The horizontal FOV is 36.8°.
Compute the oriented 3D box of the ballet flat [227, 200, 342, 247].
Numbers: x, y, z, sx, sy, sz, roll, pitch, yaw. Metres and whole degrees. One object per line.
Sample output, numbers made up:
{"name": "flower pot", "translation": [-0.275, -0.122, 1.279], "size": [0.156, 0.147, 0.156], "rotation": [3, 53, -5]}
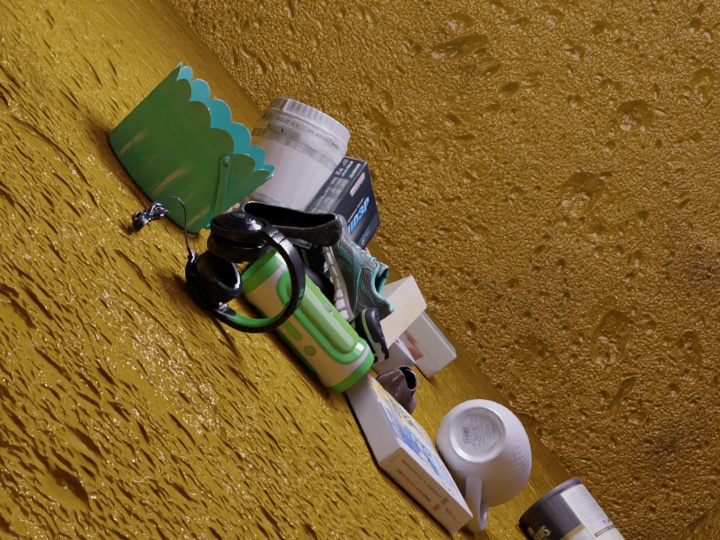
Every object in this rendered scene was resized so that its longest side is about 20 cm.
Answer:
{"name": "ballet flat", "translation": [-0.123, -0.083, 1.652], "size": [0.067, 0.199, 0.057], "rotation": [-72, 170, -45]}

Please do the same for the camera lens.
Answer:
{"name": "camera lens", "translation": [-0.122, -0.165, 1.800], "size": [0.160, 0.200, 0.160], "rotation": [24, -6, 3]}

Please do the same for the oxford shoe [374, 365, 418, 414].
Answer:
{"name": "oxford shoe", "translation": [0.069, 0.197, 1.750], "size": [0.071, 0.073, 0.200], "rotation": [52, 6, 16]}

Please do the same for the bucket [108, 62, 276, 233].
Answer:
{"name": "bucket", "translation": [-0.222, -0.157, 1.430], "size": [0.207, 0.135, 0.207], "rotation": [50, 7, -8]}

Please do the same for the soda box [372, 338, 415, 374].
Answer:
{"name": "soda box", "translation": [0.011, 0.110, 1.902], "size": [0.200, 0.064, 0.068], "rotation": [47, 7, -34]}

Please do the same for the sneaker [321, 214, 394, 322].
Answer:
{"name": "sneaker", "translation": [0.000, 0.000, 1.671], "size": [0.078, 0.091, 0.201], "rotation": [41, 32, -65]}

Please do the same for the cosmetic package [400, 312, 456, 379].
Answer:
{"name": "cosmetic package", "translation": [0.121, 0.136, 2.451], "size": [0.200, 0.087, 0.103], "rotation": [51, 7, -3]}

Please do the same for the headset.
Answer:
{"name": "headset", "translation": [-0.157, -0.011, 1.197], "size": [0.200, 0.124, 0.094], "rotation": [37, 24, 6]}

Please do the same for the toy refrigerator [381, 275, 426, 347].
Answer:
{"name": "toy refrigerator", "translation": [0.036, 0.082, 1.797], "size": [0.070, 0.076, 0.200], "rotation": [64, 29, -7]}

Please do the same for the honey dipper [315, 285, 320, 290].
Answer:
{"name": "honey dipper", "translation": [-0.054, 0.069, 1.567], "size": [0.038, 0.038, 0.200], "rotation": [53, -7, 22]}

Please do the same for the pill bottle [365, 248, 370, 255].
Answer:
{"name": "pill bottle", "translation": [-0.066, -0.038, 1.992], "size": [0.113, 0.113, 0.200], "rotation": [54, 7, 32]}

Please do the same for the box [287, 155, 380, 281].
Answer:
{"name": "box", "translation": [-0.041, -0.063, 1.789], "size": [0.046, 0.200, 0.159], "rotation": [18, -34, 24]}

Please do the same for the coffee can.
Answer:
{"name": "coffee can", "translation": [0.419, 0.518, 2.063], "size": [0.200, 0.146, 0.146], "rotation": [53, 7, 25]}

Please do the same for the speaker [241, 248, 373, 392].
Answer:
{"name": "speaker", "translation": [-0.071, 0.067, 1.443], "size": [0.200, 0.088, 0.088], "rotation": [49, 6, -13]}

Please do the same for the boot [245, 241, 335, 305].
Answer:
{"name": "boot", "translation": [-0.093, 0.027, 1.600], "size": [0.165, 0.066, 0.200], "rotation": [42, 4, -7]}

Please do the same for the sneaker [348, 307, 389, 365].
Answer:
{"name": "sneaker", "translation": [-0.009, 0.110, 1.552], "size": [0.200, 0.083, 0.072], "rotation": [99, -23, -71]}

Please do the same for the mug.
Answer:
{"name": "mug", "translation": [0.182, 0.296, 1.647], "size": [0.175, 0.147, 0.201], "rotation": [66, 30, -65]}

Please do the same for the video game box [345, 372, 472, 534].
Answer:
{"name": "video game box", "translation": [0.064, 0.251, 1.528], "size": [0.182, 0.047, 0.200], "rotation": [50, 5, -32]}
